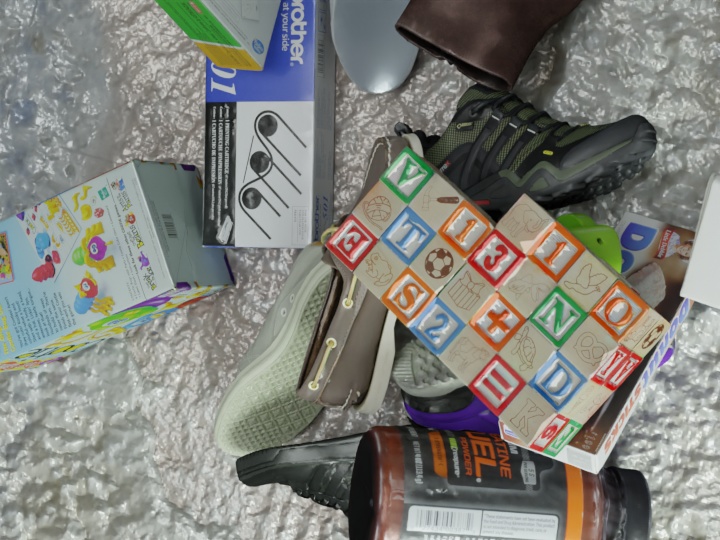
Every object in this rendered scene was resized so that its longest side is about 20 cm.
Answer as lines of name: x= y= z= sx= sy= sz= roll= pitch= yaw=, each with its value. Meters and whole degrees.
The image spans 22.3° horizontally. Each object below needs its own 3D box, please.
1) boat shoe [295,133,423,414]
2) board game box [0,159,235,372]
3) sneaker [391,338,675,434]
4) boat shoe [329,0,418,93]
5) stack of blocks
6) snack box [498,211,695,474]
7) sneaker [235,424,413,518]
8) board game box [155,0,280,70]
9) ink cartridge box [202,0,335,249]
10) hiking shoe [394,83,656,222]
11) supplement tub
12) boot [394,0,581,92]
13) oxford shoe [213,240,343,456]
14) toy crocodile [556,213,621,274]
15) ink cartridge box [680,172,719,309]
boat shoe: x=0.000 y=0.000 z=1.286 sx=0.059 sy=0.072 sz=0.202 roll=9 pitch=100 yaw=-14
board game box: x=-0.218 y=0.000 z=1.431 sx=0.199 sy=0.103 sz=0.106 roll=-22 pitch=82 yaw=22
sneaker: x=0.127 y=0.082 z=1.307 sx=0.198 sy=0.070 sz=0.100 roll=-11 pitch=124 yaw=5
boat shoe: x=-0.001 y=-0.234 z=1.354 sx=0.069 sy=0.066 sz=0.201 roll=-15 pitch=109 yaw=0
stack of blocks: x=0.087 y=0.009 z=1.181 sx=0.200 sy=0.059 sz=0.115 roll=44 pitch=97 yaw=25
snack box: x=0.170 y=0.045 z=1.236 sx=0.071 sy=0.024 sz=0.200 roll=18 pitch=55 yaw=26
sneaker: x=0.007 y=0.172 z=1.356 sx=0.198 sy=0.060 sz=0.105 roll=-11 pitch=85 yaw=13
board game box: x=-0.091 y=-0.267 z=1.316 sx=0.040 sy=0.153 sz=0.201 roll=7 pitch=72 yaw=24
ink cartridge box: x=-0.070 y=-0.118 z=1.397 sx=0.093 sy=0.044 sz=0.202 roll=1 pitch=91 yaw=22
hiking shoe: x=0.109 y=-0.090 z=1.291 sx=0.199 sy=0.076 sz=0.101 roll=-16 pitch=84 yaw=28
supplement tub: x=0.096 y=0.165 z=1.262 sx=0.198 sy=0.107 sz=0.108 roll=5 pitch=93 yaw=-11
boot: x=0.071 y=-0.239 z=1.293 sx=0.199 sy=0.072 sz=0.167 roll=34 pitch=77 yaw=12
oxford shoe: x=-0.051 y=0.059 z=1.385 sx=0.201 sy=0.075 sz=0.058 roll=-60 pitch=31 yaw=25
toy crocodile: x=0.105 y=0.001 z=1.279 sx=0.199 sy=0.067 sz=0.062 roll=-18 pitch=80 yaw=47
ink cartridge box: x=0.321 y=0.006 z=1.175 sx=0.199 sy=0.144 sz=0.084 roll=20 pitch=98 yaw=22
